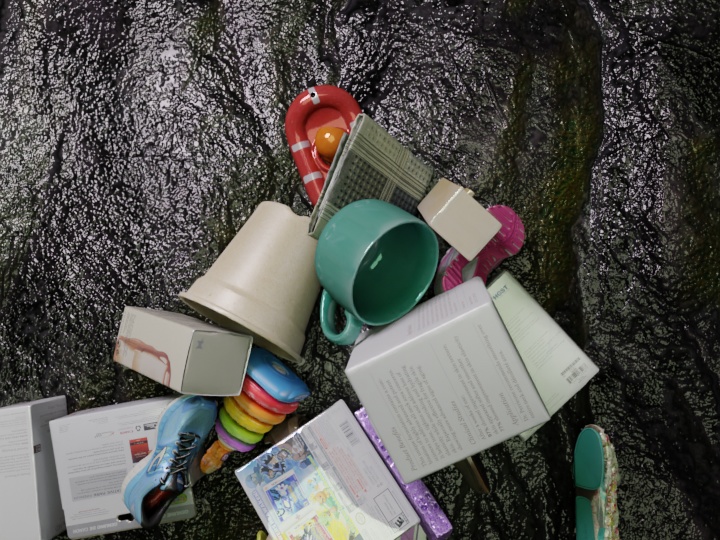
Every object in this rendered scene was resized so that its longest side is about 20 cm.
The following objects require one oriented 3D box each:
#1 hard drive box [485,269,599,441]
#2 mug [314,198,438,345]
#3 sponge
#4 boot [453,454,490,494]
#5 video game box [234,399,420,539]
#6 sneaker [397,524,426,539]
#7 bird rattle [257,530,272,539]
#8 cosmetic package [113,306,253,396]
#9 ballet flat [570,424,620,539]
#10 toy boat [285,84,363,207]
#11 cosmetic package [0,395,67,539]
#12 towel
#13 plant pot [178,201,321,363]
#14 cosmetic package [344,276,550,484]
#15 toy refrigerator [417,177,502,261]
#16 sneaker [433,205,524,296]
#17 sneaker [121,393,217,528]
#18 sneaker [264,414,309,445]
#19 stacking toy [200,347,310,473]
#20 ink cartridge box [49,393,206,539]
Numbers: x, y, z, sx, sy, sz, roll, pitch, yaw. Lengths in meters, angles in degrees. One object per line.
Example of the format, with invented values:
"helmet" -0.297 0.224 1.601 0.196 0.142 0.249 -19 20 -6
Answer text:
"hard drive box" 0.226 0.125 0.947 0.156 0.077 0.200 -42 86 -2
"mug" 0.002 -0.010 0.848 0.185 0.153 0.114 -35 45 -20
"sponge" 0.060 0.291 0.893 0.030 0.112 0.200 -31 65 -12
"boot" 0.110 0.263 0.950 0.097 0.075 0.201 -35 76 10
"video game box" -0.047 0.315 0.873 0.181 0.047 0.201 -30 71 -15
"sneaker" 0.037 0.442 0.934 0.113 0.073 0.202 7 75 4
"bird rattle" -0.077 0.436 0.901 0.199 0.113 0.164 18 104 8
"cosmetic package" -0.259 0.113 0.902 0.199 0.103 0.088 8 85 45
"ballet flat" 0.356 0.330 0.939 0.063 0.075 0.202 3 90 -29
"toy boat" -0.040 -0.187 0.955 0.130 0.131 0.201 -22 85 0
"cosmetic package" -0.495 0.300 0.942 0.080 0.113 0.202 -9 87 1
"towel" 0.016 -0.108 0.933 0.034 0.200 0.194 21 85 41
"plant pot" -0.134 0.008 0.925 0.199 0.201 0.184 26 76 4
"cosmetic package" 0.110 0.135 0.823 0.199 0.166 0.168 -26 97 10
"toy refrigerator" 0.136 -0.080 0.889 0.076 0.200 0.070 41 100 -7
"sneaker" 0.172 -0.023 0.961 0.081 0.088 0.200 47 65 -4
"sneaker" -0.247 0.260 0.853 0.078 0.090 0.201 26 96 -37
"sneaker" -0.077 0.322 0.957 0.075 0.070 0.201 -27 83 20
"stacking toy" -0.177 0.225 0.938 0.110 0.116 0.201 38 95 17
"ink cartridge box" -0.344 0.290 0.950 0.198 0.084 0.177 -10 87 1
